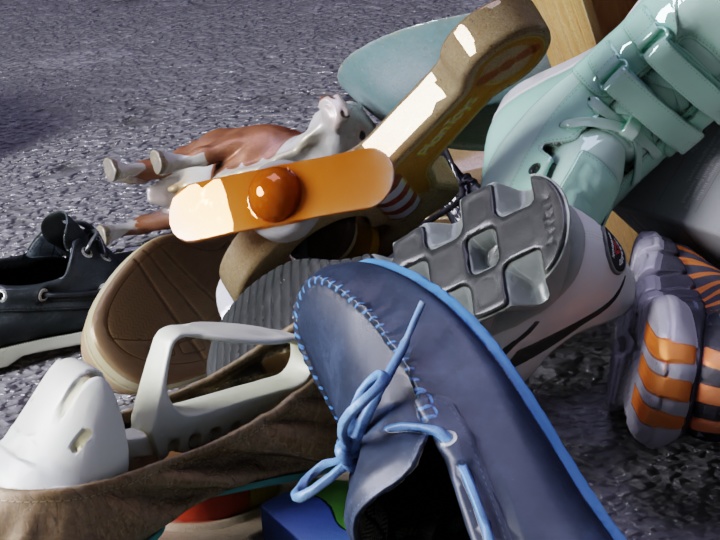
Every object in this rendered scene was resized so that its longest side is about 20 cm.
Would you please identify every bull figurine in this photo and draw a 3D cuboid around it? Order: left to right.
[{"bbox_3d":[-0.075,-0.056,1.061,0.121,0.066,0.200,-12,-2,-32],"label":"bull figurine"}]

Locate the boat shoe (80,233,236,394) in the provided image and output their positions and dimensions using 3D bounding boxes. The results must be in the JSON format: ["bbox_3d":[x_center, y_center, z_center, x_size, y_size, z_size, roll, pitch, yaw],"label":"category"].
[{"bbox_3d":[-0.087,0.016,0.915,0.064,0.071,0.200,-35,3,32],"label":"boat shoe"}]

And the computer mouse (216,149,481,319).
[{"bbox_3d":[0.000,0.000,0.914,0.199,0.044,0.110,-29,70,-40],"label":"computer mouse"}]

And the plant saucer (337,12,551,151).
[{"bbox_3d":[0.087,-0.099,1.015,0.199,0.039,0.201,-4,-10,-1],"label":"plant saucer"}]

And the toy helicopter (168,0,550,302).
[{"bbox_3d":[0.005,-0.048,0.785,0.132,0.200,0.079,-1,53,-47],"label":"toy helicopter"}]

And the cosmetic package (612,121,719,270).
[{"bbox_3d":[0.216,-0.019,0.802,0.200,0.107,0.091,20,75,55],"label":"cosmetic package"}]

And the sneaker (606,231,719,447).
[{"bbox_3d":[0.165,0.038,0.755,0.111,0.078,0.200,9,15,1],"label":"sneaker"}]

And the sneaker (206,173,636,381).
[{"bbox_3d":[0.025,0.029,0.758,0.199,0.075,0.088,-19,-32,33],"label":"sneaker"}]

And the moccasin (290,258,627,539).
[{"bbox_3d":[0.025,0.068,0.591,0.068,0.081,0.200,-16,44,-28],"label":"moccasin"}]

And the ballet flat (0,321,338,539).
[{"bbox_3d":[-0.075,0.059,0.647,0.199,0.073,0.068,-18,25,-33],"label":"ballet flat"}]

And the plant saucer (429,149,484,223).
[{"bbox_3d":[0.084,-0.052,1.075,0.199,0.036,0.200,-10,20,3],"label":"plant saucer"}]

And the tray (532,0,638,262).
[{"bbox_3d":[0.143,-0.100,0.914,0.037,0.201,0.099,10,47,38],"label":"tray"}]

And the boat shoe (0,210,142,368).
[{"bbox_3d":[-0.165,0.003,0.961,0.198,0.067,0.074,-15,19,-26],"label":"boat shoe"}]

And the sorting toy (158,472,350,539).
[{"bbox_3d":[-0.064,0.105,0.666,0.199,0.037,0.185,11,25,43],"label":"sorting toy"}]

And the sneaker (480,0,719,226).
[{"bbox_3d":[0.125,-0.059,0.786,0.200,0.074,0.119,-34,28,45],"label":"sneaker"}]
